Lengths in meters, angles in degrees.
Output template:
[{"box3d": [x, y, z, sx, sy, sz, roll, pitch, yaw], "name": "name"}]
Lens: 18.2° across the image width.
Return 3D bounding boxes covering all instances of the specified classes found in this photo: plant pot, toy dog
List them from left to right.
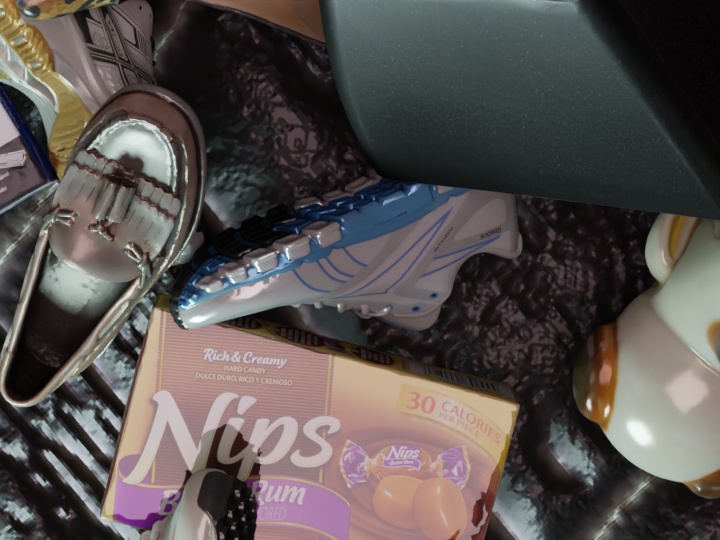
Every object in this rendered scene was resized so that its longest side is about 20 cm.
[{"box3d": [0.085, -0.154, 1.035, 0.199, 0.177, 0.201, 8, 76, 24], "name": "plant pot"}, {"box3d": [0.201, 0.027, 1.122, 0.139, 0.195, 0.200, 28, 129, -17], "name": "toy dog"}]

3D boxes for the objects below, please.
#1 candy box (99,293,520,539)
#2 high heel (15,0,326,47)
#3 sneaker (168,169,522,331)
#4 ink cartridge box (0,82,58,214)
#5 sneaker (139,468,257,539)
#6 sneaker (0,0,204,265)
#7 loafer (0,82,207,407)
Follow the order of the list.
[{"box3d": [-0.027, 0.095, 1.181, 0.199, 0.056, 0.117, 15, 96, -4], "name": "candy box"}, {"box3d": [-0.065, -0.132, 1.107, 0.200, 0.071, 0.143, -38, 93, -36], "name": "high heel"}, {"box3d": [0.000, 0.000, 1.152, 0.199, 0.075, 0.087, -23, 110, -13], "name": "sneaker"}, {"box3d": [-0.267, -0.035, 1.166, 0.199, 0.044, 0.094, -31, 94, 3], "name": "ink cartridge box"}, {"box3d": [-0.110, 0.172, 1.145, 0.093, 0.071, 0.201, 14, 136, 3], "name": "sneaker"}, {"box3d": [-0.126, -0.097, 1.147, 0.088, 0.075, 0.201, -49, 119, -34], "name": "sneaker"}, {"box3d": [-0.131, -0.004, 1.112, 0.072, 0.063, 0.200, 29, 133, -2], "name": "loafer"}]
